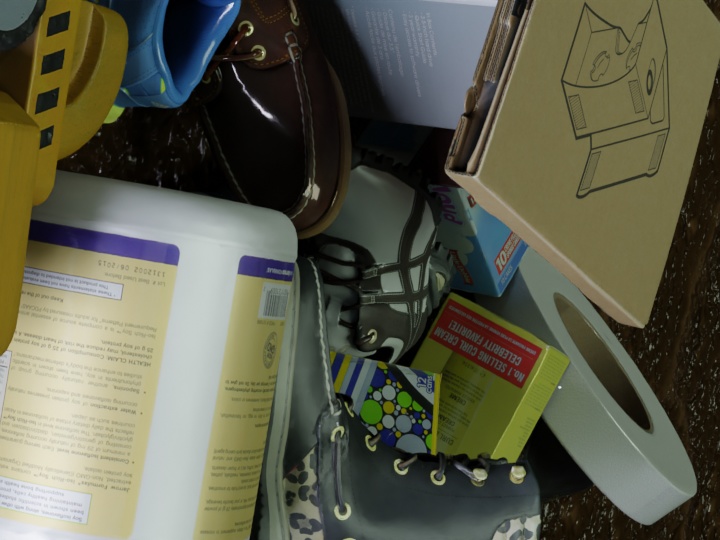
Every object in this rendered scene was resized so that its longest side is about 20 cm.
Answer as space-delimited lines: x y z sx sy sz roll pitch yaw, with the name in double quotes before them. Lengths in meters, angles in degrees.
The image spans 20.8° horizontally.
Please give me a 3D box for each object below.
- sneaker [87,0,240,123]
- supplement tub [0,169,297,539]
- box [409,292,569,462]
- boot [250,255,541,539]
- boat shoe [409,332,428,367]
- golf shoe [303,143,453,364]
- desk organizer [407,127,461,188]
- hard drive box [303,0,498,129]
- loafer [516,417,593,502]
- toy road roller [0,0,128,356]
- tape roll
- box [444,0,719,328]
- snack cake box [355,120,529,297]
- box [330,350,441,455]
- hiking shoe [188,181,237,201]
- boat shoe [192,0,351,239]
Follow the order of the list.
"sneaker" -0.088 -0.161 0.873 0.076 0.104 0.202 3 97 -58
"supplement tub" -0.112 0.062 0.860 0.145 0.145 0.202 10 90 -58
"box" 0.040 0.119 1.129 0.201 0.075 0.050 -60 157 -1
"boot" 0.010 0.089 0.958 0.153 0.073 0.205 -3 100 -24
"boat shoe" 0.042 0.138 1.203 0.074 0.063 0.203 -57 156 -85
"golf shoe" 0.000 0.000 1.061 0.095 0.077 0.200 -63 154 -19
"desk organizer" 0.108 -0.078 1.106 0.199 0.077 0.072 -2 100 -56
"hard drive box" 0.047 -0.144 1.002 0.156 0.199 0.077 -46 135 -42
"loafer" 0.124 0.113 1.262 0.200 0.072 0.073 -20 121 -73
"toy road roller" -0.165 -0.057 0.769 0.146 0.122 0.202 7 91 -65
"tape roll" 0.141 0.067 1.238 0.037 0.204 0.203 -36 147 13
"box" 0.112 -0.082 0.915 0.200 0.021 0.165 35 69 -54
"snack cake box" 0.085 -0.098 1.198 0.201 0.067 0.115 -57 142 -32
"box" -0.004 0.149 1.036 0.064 0.070 0.201 123 -25 -58
"hiking shoe" -0.051 0.047 1.015 0.087 0.074 0.202 -32 124 -49
"boat shoe" -0.058 -0.114 0.925 0.070 0.070 0.201 18 54 -64
